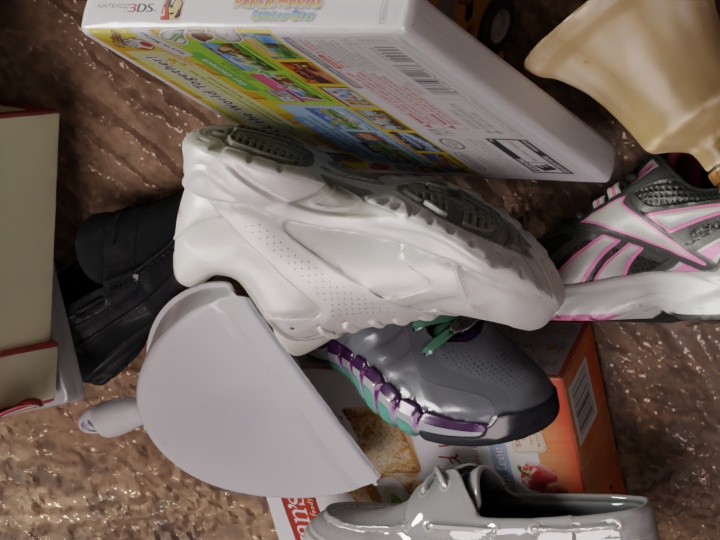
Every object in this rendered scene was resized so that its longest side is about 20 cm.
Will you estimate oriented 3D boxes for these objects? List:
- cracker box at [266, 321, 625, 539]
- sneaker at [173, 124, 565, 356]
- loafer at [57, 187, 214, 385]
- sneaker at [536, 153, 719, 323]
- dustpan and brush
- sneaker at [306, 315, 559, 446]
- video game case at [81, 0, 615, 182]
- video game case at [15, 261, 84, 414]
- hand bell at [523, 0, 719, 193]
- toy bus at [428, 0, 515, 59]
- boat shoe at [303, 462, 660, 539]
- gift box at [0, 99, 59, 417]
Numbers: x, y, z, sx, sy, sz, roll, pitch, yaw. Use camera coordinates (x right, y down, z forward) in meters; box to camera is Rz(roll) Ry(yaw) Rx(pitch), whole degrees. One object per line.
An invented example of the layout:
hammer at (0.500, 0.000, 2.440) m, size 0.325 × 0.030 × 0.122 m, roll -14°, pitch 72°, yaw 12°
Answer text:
cracker box at (0.038, 0.095, 1.279) m, size 0.198 × 0.058 × 0.135 m, roll 1°, pitch 123°, yaw 26°
sneaker at (0.000, 0.000, 1.139) m, size 0.198 × 0.078 × 0.100 m, roll 19°, pitch 110°, yaw 8°
loafer at (-0.124, -0.004, 1.277) m, size 0.070 × 0.068 × 0.200 m, roll 36°, pitch 136°, yaw -13°
sneaker at (0.145, -0.017, 1.143) m, size 0.199 × 0.080 × 0.087 m, roll -1°, pitch 86°, yaw 40°
dustpan and brush at (-0.091, 0.074, 1.267) m, size 0.199 × 0.057 × 0.140 m, roll -21°, pitch 116°, yaw 34°
sneaker at (0.021, 0.020, 1.181) m, size 0.199 × 0.074 × 0.088 m, roll 26°, pitch 131°, yaw 47°
video game case at (-0.002, -0.085, 1.094) m, size 0.181 × 0.023 × 0.200 m, roll 4°, pitch 166°, yaw 34°
video game case at (-0.248, 0.019, 1.339) m, size 0.199 × 0.018 × 0.145 m, roll -13°, pitch 90°, yaw 38°
hand bell at (0.170, -0.040, 1.041) m, size 0.104 × 0.104 × 0.201 m, roll -39°, pitch 81°, yaw 40°
toy bus at (0.026, -0.170, 1.066) m, size 0.065 × 0.078 × 0.201 m, roll 23°, pitch 132°, yaw 29°
boat shoe at (0.062, 0.135, 1.218) m, size 0.199 × 0.072 × 0.069 m, roll 7°, pitch 106°, yaw 29°
gift box at (-0.264, 0.005, 1.223) m, size 0.199 × 0.184 × 0.189 m, roll 14°, pitch 105°, yaw 38°
